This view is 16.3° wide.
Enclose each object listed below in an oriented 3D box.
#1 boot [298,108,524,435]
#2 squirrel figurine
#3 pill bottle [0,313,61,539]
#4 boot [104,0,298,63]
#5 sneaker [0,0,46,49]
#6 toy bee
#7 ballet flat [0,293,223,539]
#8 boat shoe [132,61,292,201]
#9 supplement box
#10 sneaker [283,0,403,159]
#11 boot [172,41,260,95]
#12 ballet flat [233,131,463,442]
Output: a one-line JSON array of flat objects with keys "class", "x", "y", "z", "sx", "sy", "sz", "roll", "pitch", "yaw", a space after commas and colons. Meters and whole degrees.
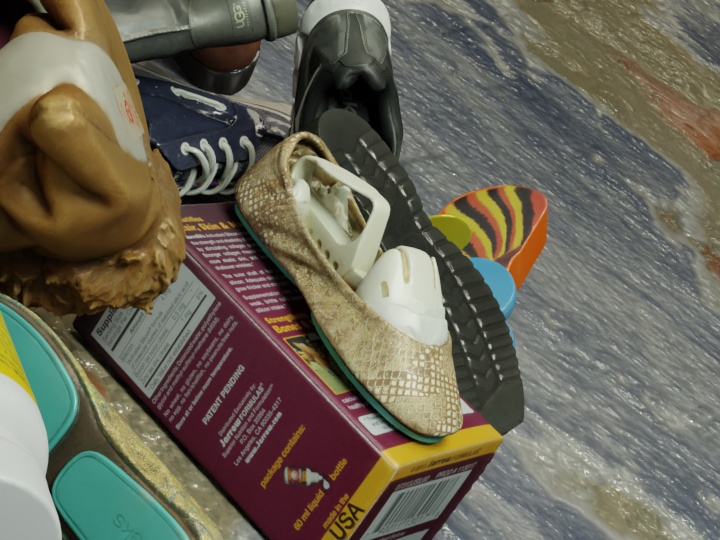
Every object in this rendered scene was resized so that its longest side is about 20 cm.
[{"class": "boot", "x": -0.005, "y": 0.028, "z": 1.403, "sx": 0.077, "sy": 0.138, "sz": 0.201, "roll": -15, "pitch": 74, "yaw": -52}, {"class": "squirrel figurine", "x": -0.191, "y": -0.035, "z": 1.216, "sx": 0.200, "sy": 0.186, "sz": 0.142, "roll": 62, "pitch": 13, "yaw": -47}, {"class": "pill bottle", "x": -0.197, "y": 0.057, "z": 1.066, "sx": 0.114, "sy": 0.115, "sz": 0.200, "roll": 17, "pitch": 28, "yaw": -35}, {"class": "boot", "x": -0.151, "y": -0.147, "z": 1.469, "sx": 0.199, "sy": 0.073, "sz": 0.182, "roll": -18, "pitch": 12, "yaw": -11}, {"class": "sneaker", "x": -0.173, "y": -0.082, "z": 1.325, "sx": 0.088, "sy": 0.081, "sz": 0.201, "roll": -95, "pitch": 165, "yaw": -78}, {"class": "toy bee", "x": 0.038, "y": 0.022, "z": 1.465, "sx": 0.108, "sy": 0.131, "sz": 0.200, "roll": 12, "pitch": 32, "yaw": 11}, {"class": "ballet flat", "x": -0.130, "y": 0.090, "z": 1.170, "sx": 0.200, "sy": 0.071, "sz": 0.071, "roll": 45, "pitch": 25, "yaw": 26}, {"class": "boat shoe", "x": -0.096, "y": -0.066, "z": 1.511, "sx": 0.199, "sy": 0.075, "sz": 0.093, "roll": 19, "pitch": 30, "yaw": -12}, {"class": "supplement box", "x": -0.039, "y": 0.058, "z": 1.312, "sx": 0.200, "sy": 0.086, "sz": 0.110, "roll": 45, "pitch": 25, "yaw": 22}, {"class": "sneaker", "x": -0.013, "y": -0.058, "z": 1.458, "sx": 0.066, "sy": 0.201, "sz": 0.091, "roll": 1, "pitch": 34, "yaw": -9}, {"class": "boot", "x": -0.128, "y": -0.225, "z": 1.622, "sx": 0.068, "sy": 0.200, "sz": 0.188, "roll": -32, "pitch": 71, "yaw": -23}, {"class": "ballet flat", "x": 0.000, "y": 0.000, "z": 1.283, "sx": 0.070, "sy": 0.065, "sz": 0.200, "roll": 7, "pitch": 36, "yaw": -48}]
